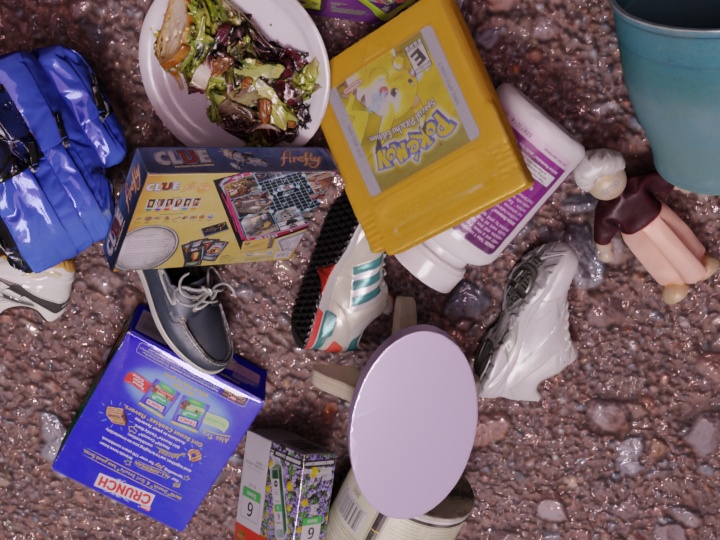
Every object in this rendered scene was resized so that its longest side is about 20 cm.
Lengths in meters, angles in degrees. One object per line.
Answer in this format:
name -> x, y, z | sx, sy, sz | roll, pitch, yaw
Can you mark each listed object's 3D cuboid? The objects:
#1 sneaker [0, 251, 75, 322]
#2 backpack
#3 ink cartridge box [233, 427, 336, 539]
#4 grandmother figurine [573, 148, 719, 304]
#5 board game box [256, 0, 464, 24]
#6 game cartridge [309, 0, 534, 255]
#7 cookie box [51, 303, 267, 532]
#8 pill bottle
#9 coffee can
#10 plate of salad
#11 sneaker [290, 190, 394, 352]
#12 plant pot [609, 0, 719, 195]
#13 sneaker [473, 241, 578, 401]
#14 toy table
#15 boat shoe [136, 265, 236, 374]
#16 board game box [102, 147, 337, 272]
sneaker -> -0.406, 0.009, 1.035 | 0.199, 0.076, 0.088 | 10, 114, -2
backpack -> -0.310, -0.108, 0.941 | 0.167, 0.162, 0.201 | -25, 109, -11
ink cartridge box -> -0.091, 0.289, 1.098 | 0.050, 0.109, 0.201 | 5, 94, -42
grandmother figurine -> 0.290, -0.056, 1.003 | 0.200, 0.061, 0.121 | 40, 99, -25
board game box -> 0.003, -0.282, 0.906 | 0.199, 0.032, 0.120 | 7, 154, -3
game cartridge -> 0.049, -0.134, 0.926 | 0.176, 0.032, 0.201 | -27, 79, 29
cookie box -> -0.225, 0.168, 1.098 | 0.171, 0.075, 0.201 | 30, 108, -12
pill bottle -> 0.120, -0.078, 0.976 | 0.112, 0.112, 0.200 | 36, 106, -13
coffee can -> 0.023, 0.311, 1.117 | 0.146, 0.147, 0.201 | 22, 111, -9
plate of salad -> -0.127, -0.191, 0.949 | 0.199, 0.048, 0.201 | 6, 119, 12
sneaker -> 0.000, 0.001, 1.044 | 0.093, 0.070, 0.201 | 14, 109, -29
plant pot -> 0.335, -0.180, 0.901 | 0.199, 0.201, 0.189 | -11, 126, 5
sneaker -> 0.198, 0.059, 1.062 | 0.099, 0.078, 0.201 | 15, 121, -13
toy table -> 0.043, 0.136, 1.007 | 0.183, 0.117, 0.201 | 15, 106, -12
boat shoe -> -0.181, 0.013, 1.020 | 0.062, 0.075, 0.201 | -21, 94, 41
board game box -> -0.135, -0.060, 0.948 | 0.199, 0.035, 0.136 | -4, 142, -35
